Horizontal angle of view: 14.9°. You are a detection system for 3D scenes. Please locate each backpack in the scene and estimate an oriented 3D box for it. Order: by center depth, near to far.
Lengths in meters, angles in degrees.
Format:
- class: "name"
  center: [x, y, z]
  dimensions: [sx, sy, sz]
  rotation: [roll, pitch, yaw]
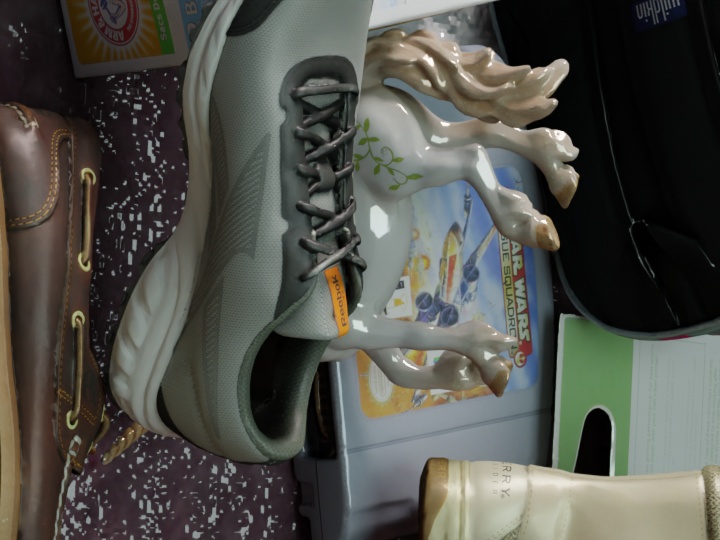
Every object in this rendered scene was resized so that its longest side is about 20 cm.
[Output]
- class: "backpack"
  center: [0.155, -0.071, 1.168]
  dimensions: [0.150, 0.177, 0.201]
  rotation: [3, 74, -40]

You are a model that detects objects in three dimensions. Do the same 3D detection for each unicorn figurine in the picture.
- class: "unicorn figurine"
  center: [0.000, 0.000, 1.065]
  dimensions: [0.137, 0.074, 0.201]
  rotation: [19, 90, 0]

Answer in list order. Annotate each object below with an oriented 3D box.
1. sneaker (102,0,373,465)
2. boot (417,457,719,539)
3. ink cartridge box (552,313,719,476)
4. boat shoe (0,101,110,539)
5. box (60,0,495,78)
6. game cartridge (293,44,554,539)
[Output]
- class: "sneaker"
  center: [-0.025, -0.025, 0.967]
  dimensions: [0.074, 0.079, 0.201]
  rotation: [-7, 118, -50]
- class: "boot"
  center: [0.102, 0.168, 1.127]
  dimensions: [0.073, 0.155, 0.201]
  rotation: [-85, 173, -70]
- class: "ink cartridge box"
  center: [0.139, 0.097, 1.247]
  dimensions: [0.200, 0.048, 0.146]
  rotation: [7, 84, -41]
- class: "boat shoe"
  center: [-0.120, 0.040, 0.992]
  dimensions: [0.070, 0.070, 0.201]
  rotation: [4, 87, -38]
- class: "box"
  center: [-0.017, -0.147, 1.071]
  dimensions: [0.200, 0.101, 0.113]
  rotation: [-17, 100, -42]
- class: "game cartridge"
  center: [0.024, 0.008, 1.152]
  dimensions: [0.133, 0.041, 0.201]
  rotation: [-8, 95, -38]
